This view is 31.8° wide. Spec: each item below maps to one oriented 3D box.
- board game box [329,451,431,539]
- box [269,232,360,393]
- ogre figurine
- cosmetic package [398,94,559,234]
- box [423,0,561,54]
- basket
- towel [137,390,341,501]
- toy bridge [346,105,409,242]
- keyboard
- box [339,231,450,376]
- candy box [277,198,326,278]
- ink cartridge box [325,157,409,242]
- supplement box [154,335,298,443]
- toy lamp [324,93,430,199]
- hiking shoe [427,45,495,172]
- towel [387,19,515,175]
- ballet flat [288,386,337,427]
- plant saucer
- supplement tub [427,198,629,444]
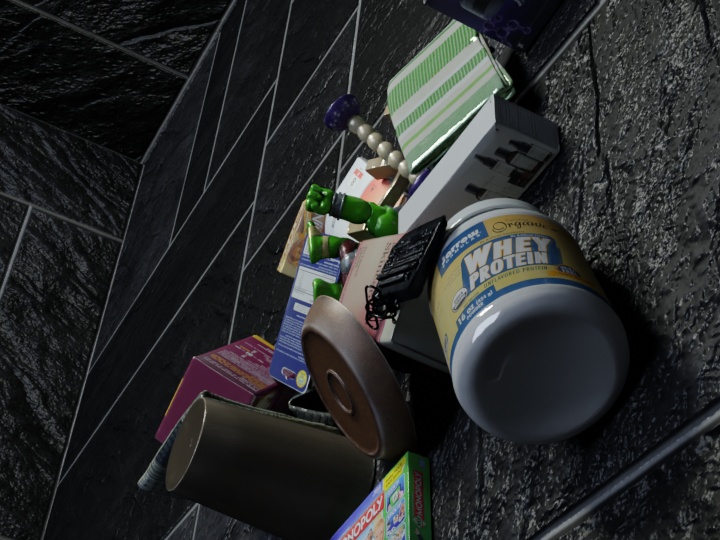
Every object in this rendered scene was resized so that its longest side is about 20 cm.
[{"bbox_3d":[0.012,0.298,1.305,0.200,0.029,0.135,-54,23,36],"label":"board game box"},{"bbox_3d":[-0.058,0.053,1.618,0.121,0.032,0.201,17,91,61],"label":"box"},{"bbox_3d":[0.000,0.000,1.487,0.098,0.120,0.201,94,171,-63],"label":"ogre figurine"},{"bbox_3d":[0.123,-0.093,1.359,0.200,0.082,0.051,-52,23,42],"label":"cosmetic package"},{"bbox_3d":[0.178,-0.368,1.430,0.200,0.141,0.079,-55,24,33],"label":"box"},{"bbox_3d":[-0.111,0.231,1.456,0.180,0.200,0.136,-40,33,53],"label":"basket"},{"bbox_3d":[-0.148,0.230,1.564,0.193,0.200,0.035,-55,29,33],"label":"towel"},{"bbox_3d":[0.039,-0.131,1.575,0.067,0.027,0.200,-10,55,45],"label":"toy bridge"},{"bbox_3d":[0.029,0.000,1.179,0.200,0.040,0.104,149,141,-80],"label":"keyboard"},{"bbox_3d":[0.060,0.037,1.342,0.200,0.109,0.128,-9,60,69],"label":"box"},{"bbox_3d":[-0.076,-0.043,1.848,0.200,0.055,0.116,-169,99,-85],"label":"candy box"},{"bbox_3d":[-0.012,-0.033,1.631,0.200,0.050,0.162,-54,33,6],"label":"ink cartridge box"},{"bbox_3d":[-0.167,0.179,1.698,0.131,0.103,0.200,-62,-14,13],"label":"supplement box"},{"bbox_3d":[0.041,-0.136,1.514,0.058,0.200,0.058,-39,-24,-21],"label":"toy lamp"},{"bbox_3d":[0.120,-0.180,1.483,0.087,0.074,0.200,-49,27,43],"label":"hiking shoe"},{"bbox_3d":[0.098,-0.211,1.473,0.152,0.023,0.200,-40,33,18],"label":"towel"},{"bbox_3d":[-0.030,0.154,1.543,0.200,0.057,0.067,-41,28,54],"label":"ballet flat"},{"bbox_3d":[-0.010,0.123,1.345,0.034,0.201,0.200,-27,7,-19],"label":"plant saucer"},{"bbox_3d":[0.134,0.036,1.074,0.145,0.144,0.200,-60,20,22],"label":"supplement tub"}]
